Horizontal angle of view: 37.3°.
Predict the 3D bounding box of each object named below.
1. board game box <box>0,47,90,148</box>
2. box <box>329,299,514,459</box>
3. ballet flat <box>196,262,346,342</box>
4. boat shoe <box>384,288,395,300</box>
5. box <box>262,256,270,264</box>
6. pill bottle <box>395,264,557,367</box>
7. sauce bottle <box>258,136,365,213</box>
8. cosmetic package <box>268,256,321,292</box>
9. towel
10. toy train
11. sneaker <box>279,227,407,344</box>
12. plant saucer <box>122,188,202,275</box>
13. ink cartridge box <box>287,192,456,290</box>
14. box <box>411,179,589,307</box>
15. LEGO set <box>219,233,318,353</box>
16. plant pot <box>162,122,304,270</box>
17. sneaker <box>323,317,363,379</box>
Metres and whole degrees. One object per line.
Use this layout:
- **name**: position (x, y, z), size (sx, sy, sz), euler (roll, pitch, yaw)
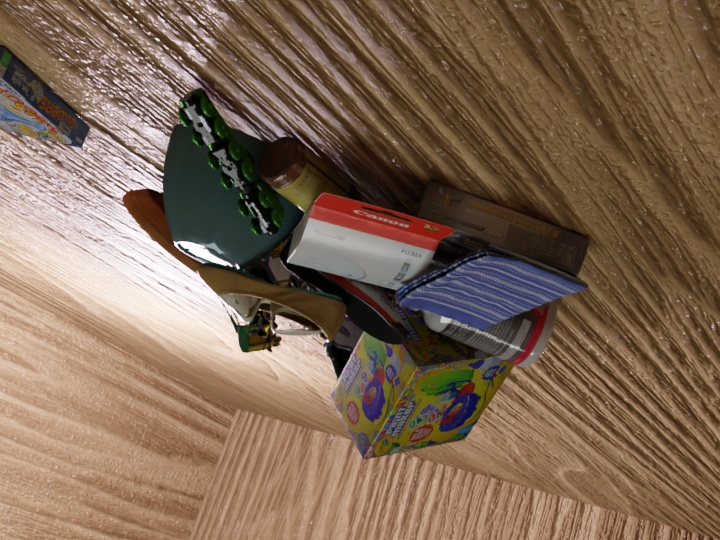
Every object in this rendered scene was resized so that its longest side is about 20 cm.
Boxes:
- **board game box**: position (-0.462, -0.232, 1.395), size (0.134, 0.035, 0.200), euler (13, 163, 24)
- **box**: position (0.090, 0.147, 1.522), size (0.191, 0.122, 0.201), euler (-5, 137, -33)
- **ballet flat**: position (-0.117, 0.042, 1.346), size (0.198, 0.064, 0.069), euler (14, 163, 3)
- **boat shoe**: position (0.049, 0.038, 1.601), size (0.071, 0.068, 0.200), euler (13, 166, 27)
- **box**: position (-0.104, 0.010, 1.740), size (0.198, 0.051, 0.158), euler (19, 165, 2)
- **pill bottle**: position (0.151, 0.043, 1.414), size (0.198, 0.112, 0.111), euler (23, 165, -10)
- **sauce bottle**: position (-0.041, -0.088, 1.294), size (0.066, 0.067, 0.200), euler (7, 158, 41)
- **cosmetic package**: position (-0.055, 0.004, 1.534), size (0.081, 0.114, 0.199), euler (22, 168, -32)
- **towel**: position (0.148, 0.026, 1.254), size (0.144, 0.024, 0.200), euler (19, 156, -25)
- **toy train**: position (-0.145, -0.125, 1.224), size (0.041, 0.057, 0.201), euler (-21, 122, 16)
- **sneaker**: position (0.000, -0.001, 1.393), size (0.201, 0.108, 0.067), euler (38, 148, -8)
- **plant saucer**: position (-0.270, -0.058, 1.609), size (0.200, 0.037, 0.200), euler (42, -174, -6)
- **ink cartridge box**: position (0.008, -0.029, 1.251), size (0.159, 0.048, 0.200), euler (15, 167, -10)
- **box**: position (0.155, -0.029, 1.279), size (0.198, 0.049, 0.159), euler (20, 164, 2)
- **LEGO set**: position (-0.126, 0.011, 1.489), size (0.115, 0.155, 0.200), euler (-8, -138, -30)
- **plant pot**: position (-0.170, -0.079, 1.358), size (0.198, 0.136, 0.200), euler (19, 165, 5)
- **sneaker**: position (0.018, 0.161, 1.642), size (0.200, 0.140, 0.078), euler (42, 134, -10)
